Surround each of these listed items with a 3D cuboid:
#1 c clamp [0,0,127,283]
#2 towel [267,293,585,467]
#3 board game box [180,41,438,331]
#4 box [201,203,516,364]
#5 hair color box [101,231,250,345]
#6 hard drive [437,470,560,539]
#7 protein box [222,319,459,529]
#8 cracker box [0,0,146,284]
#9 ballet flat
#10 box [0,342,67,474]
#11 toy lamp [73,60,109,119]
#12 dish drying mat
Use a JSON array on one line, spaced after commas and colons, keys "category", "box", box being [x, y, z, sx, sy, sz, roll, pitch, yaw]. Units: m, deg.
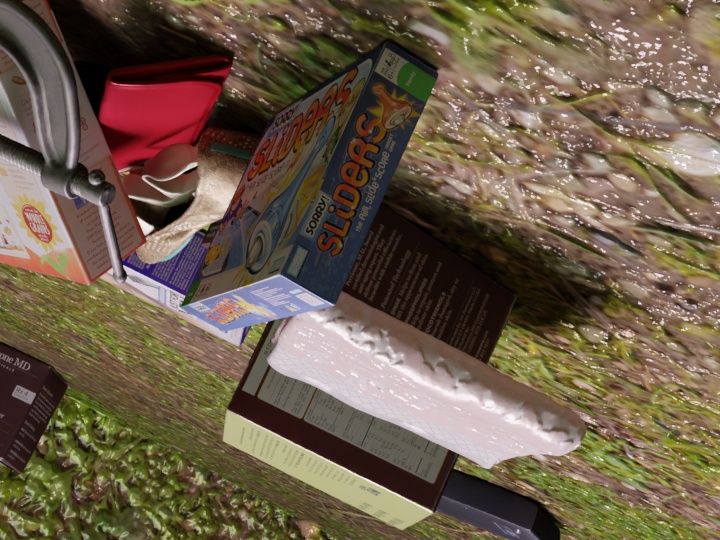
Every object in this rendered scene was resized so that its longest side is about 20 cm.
[{"category": "c clamp", "box": [-0.221, -0.093, 0.829, 0.199, 0.027, 0.172, 28, 138, 21]}, {"category": "towel", "box": [0.035, 0.079, 0.976, 0.198, 0.033, 0.191, 26, 164, -5]}, {"category": "board game box", "box": [-0.035, -0.039, 0.797, 0.034, 0.137, 0.200, 29, 164, -16]}, {"category": "box", "box": [0.000, 0.000, 0.995, 0.199, 0.076, 0.100, 34, 163, -23]}, {"category": "hair color box", "box": [-0.182, -0.009, 1.281, 0.198, 0.065, 0.109, 28, 166, 0]}, {"category": "hard drive", "box": [0.152, 0.298, 1.800, 0.198, 0.043, 0.135, 16, 162, 32]}, {"category": "protein box", "box": [-0.009, 0.127, 1.311, 0.198, 0.136, 0.199, 26, 164, 1]}, {"category": "cracker box", "box": [-0.228, -0.097, 0.907, 0.133, 0.058, 0.202, 12, 131, 43]}, {"category": "ballet flat", "box": [-0.126, -0.056, 0.975, 0.065, 0.071, 0.199, 20, 153, -27]}, {"category": "box", "box": [-0.696, 0.259, 2.755, 0.164, 0.202, 0.164, 23, 165, 8]}, {"category": "toy lamp", "box": [-0.205, -0.095, 1.041, 0.058, 0.059, 0.200, 27, 166, -7]}, {"category": "dish drying mat", "box": [-0.132, -0.096, 0.915, 0.076, 0.018, 0.200, -10, 173, -15]}]
